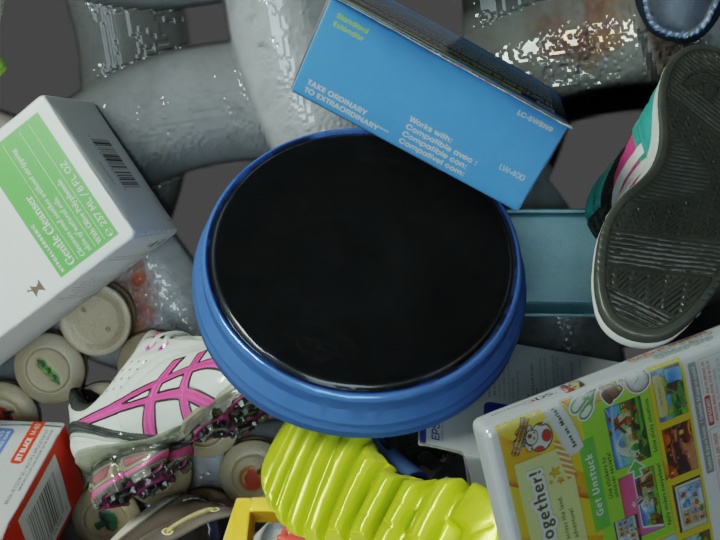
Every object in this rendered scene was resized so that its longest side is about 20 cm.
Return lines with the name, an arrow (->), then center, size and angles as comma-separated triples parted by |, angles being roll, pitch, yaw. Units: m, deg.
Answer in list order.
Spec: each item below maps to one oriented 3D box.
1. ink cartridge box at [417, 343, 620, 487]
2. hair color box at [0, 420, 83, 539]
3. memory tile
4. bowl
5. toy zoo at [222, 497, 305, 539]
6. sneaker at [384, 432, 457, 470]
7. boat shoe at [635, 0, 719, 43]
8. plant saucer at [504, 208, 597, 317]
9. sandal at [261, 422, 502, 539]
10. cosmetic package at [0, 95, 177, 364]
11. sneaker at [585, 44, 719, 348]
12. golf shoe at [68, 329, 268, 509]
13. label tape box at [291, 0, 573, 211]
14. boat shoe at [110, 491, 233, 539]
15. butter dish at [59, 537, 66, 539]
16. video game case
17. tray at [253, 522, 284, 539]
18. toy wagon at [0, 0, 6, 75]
ink cartridge box -> 0.127, 0.096, 0.871 | 0.199, 0.100, 0.039 | 12, 133, -6
hair color box -> -0.294, 0.150, 0.927 | 0.199, 0.111, 0.064 | -1, 124, 13
memory tile -> -0.155, 0.117, 0.968 | 0.153, 0.017, 0.200 | -44, 94, 13
bowl -> 0.000, 0.000, 0.844 | 0.199, 0.201, 0.039 | 11, 147, 4
toy zoo -> -0.012, 0.200, 0.854 | 0.199, 0.020, 0.132 | 0, 59, 8
sneaker -> 0.022, 0.133, 0.922 | 0.099, 0.071, 0.201 | 1, 99, 11
boat shoe -> 0.190, -0.231, 0.822 | 0.084, 0.069, 0.201 | 4, 103, 6
plant saucer -> 0.114, -0.006, 0.909 | 0.199, 0.019, 0.070 | 0, 103, 7
sandal -> 0.021, 0.141, 0.830 | 0.200, 0.087, 0.080 | 27, 83, 43
cosmetic package -> -0.230, -0.009, 0.908 | 0.200, 0.085, 0.108 | -37, 86, 11
sneaker -> 0.167, -0.020, 0.824 | 0.083, 0.201, 0.121 | 20, 148, 8
golf shoe -> -0.108, 0.069, 0.898 | 0.199, 0.073, 0.092 | -32, 72, 20
label tape box -> 0.039, -0.097, 0.802 | 0.144, 0.200, 0.064 | 28, 104, 0
boat shoe -> -0.150, 0.210, 0.884 | 0.059, 0.200, 0.072 | -8, 114, 49
butter dish -> -0.214, 0.294, 0.943 | 0.199, 0.148, 0.200 | 24, 107, 1
video game case -> 0.162, 0.139, 0.757 | 0.181, 0.023, 0.201 | -19, 108, -14
tray -> -0.037, 0.260, 0.889 | 0.107, 0.022, 0.200 | -46, 61, 28
toy wagon -> -0.284, -0.180, 0.905 | 0.199, 0.040, 0.156 | -29, 98, 11
